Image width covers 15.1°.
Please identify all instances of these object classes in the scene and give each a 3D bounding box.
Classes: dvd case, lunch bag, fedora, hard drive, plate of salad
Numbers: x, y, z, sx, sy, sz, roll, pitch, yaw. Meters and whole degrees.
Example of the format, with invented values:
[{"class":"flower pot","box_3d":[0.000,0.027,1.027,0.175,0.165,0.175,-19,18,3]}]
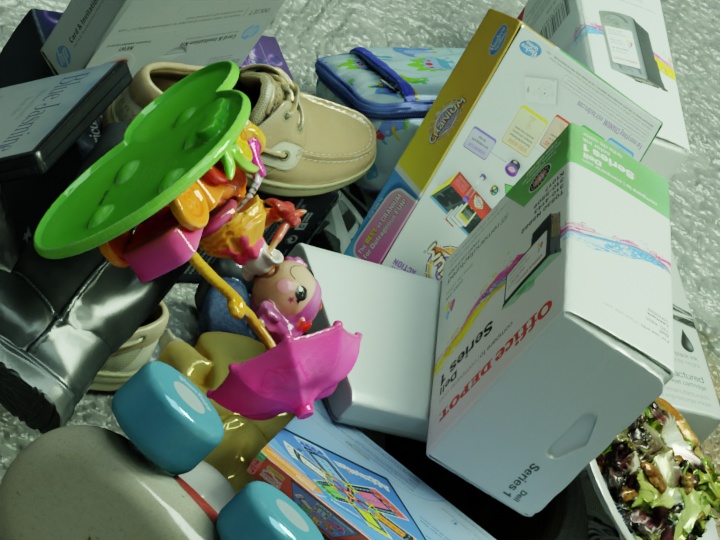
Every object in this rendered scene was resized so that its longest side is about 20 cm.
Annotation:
[{"class":"dvd case","box_3d":[-0.253,-0.077,1.676,0.018,0.200,0.143,70,26,-21]},{"class":"lunch bag","box_3d":[0.051,-0.108,1.932,0.160,0.083,0.200,-3,15,-10]},{"class":"fedora","box_3d":[0.054,0.148,1.747,0.177,0.090,0.200,23,38,-18]},{"class":"hard drive","box_3d":[0.051,0.058,1.731,0.200,0.026,0.132,15,40,-36]},{"class":"plate of salad","box_3d":[0.195,0.129,1.766,0.200,0.048,0.200,49,26,-34]}]

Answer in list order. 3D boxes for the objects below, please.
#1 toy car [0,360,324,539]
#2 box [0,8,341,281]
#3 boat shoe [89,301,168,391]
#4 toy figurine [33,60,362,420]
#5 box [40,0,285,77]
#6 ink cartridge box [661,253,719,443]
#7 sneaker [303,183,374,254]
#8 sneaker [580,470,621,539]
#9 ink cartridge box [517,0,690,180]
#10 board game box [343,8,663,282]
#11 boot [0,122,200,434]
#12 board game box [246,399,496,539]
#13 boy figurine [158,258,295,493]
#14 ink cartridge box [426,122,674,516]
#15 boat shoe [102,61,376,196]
[{"class":"toy car","box_3d":[-0.109,0.168,1.581,0.177,0.184,0.200,48,11,14]},{"class":"box","box_3d":[-0.138,-0.080,1.824,0.200,0.104,0.148,3,50,-36]},{"class":"boat shoe","box_3d":[-0.214,0.031,1.684,0.200,0.065,0.072,7,47,-32]},{"class":"toy figurine","box_3d":[-0.073,-0.002,1.611,0.184,0.150,0.200,55,27,-20]},{"class":"box","box_3d":[-0.095,-0.201,1.732,0.156,0.200,0.041,-13,59,-44]},{"class":"ink cartridge box","box_3d":[0.158,0.039,1.941,0.146,0.084,0.200,12,45,-27]},{"class":"sneaker","box_3d":[0.000,0.000,1.870,0.088,0.074,0.200,8,47,-28]},{"class":"sneaker","box_3d":[0.164,0.203,1.779,0.077,0.085,0.200,18,41,-21]},{"class":"ink cartridge box","box_3d":[0.168,-0.124,2.065,0.085,0.148,0.200,16,44,-22]},{"class":"board game box","box_3d":[0.095,-0.051,1.819,0.153,0.200,0.040,32,-1,-37]},{"class":"boot","box_3d":[-0.190,-0.022,1.639,0.165,0.066,0.200,40,58,-8]},{"class":"board game box","box_3d":[0.031,0.157,1.606,0.200,0.019,0.103,38,22,4]},{"class":"boy figurine","box_3d":[-0.073,0.083,1.740,0.124,0.064,0.200,22,41,-18]},{"class":"ink cartridge box","box_3d":[0.117,0.029,1.674,0.084,0.145,0.200,31,33,-17]},{"class":"boat shoe","box_3d":[-0.066,-0.095,1.758,0.200,0.065,0.071,2,51,-36]}]
